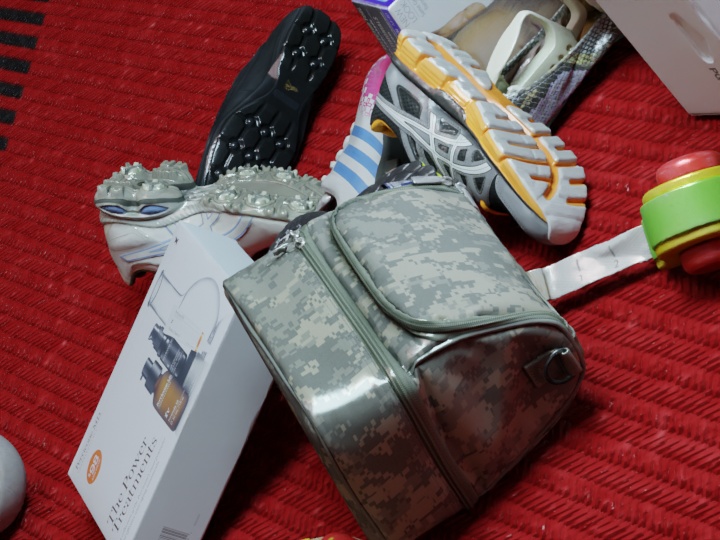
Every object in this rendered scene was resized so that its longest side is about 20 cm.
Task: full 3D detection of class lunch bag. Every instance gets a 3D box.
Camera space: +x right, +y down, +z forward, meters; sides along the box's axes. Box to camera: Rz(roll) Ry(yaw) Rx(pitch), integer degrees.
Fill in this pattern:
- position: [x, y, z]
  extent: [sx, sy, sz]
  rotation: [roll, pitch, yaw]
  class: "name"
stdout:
- position: [0.030, 0.043, 1.493]
  extent: [0.167, 0.140, 0.200]
  rotation: [-31, 36, -3]
  class: "lunch bag"

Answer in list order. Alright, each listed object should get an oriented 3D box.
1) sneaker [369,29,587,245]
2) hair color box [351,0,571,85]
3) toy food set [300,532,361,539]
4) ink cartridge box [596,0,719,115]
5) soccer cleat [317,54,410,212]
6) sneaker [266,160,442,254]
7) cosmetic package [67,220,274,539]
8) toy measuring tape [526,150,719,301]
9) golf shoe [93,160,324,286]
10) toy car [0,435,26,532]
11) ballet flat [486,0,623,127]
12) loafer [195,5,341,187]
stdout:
- position: [0.077, -0.076, 1.637]
  extent: [0.077, 0.078, 0.200]
  rotation: [-57, 49, 22]
  class: "sneaker"
- position: [0.103, -0.209, 1.748]
  extent: [0.200, 0.110, 0.065]
  rotation: [-42, 27, -12]
  class: "hair color box"
- position: [-0.062, 0.235, 1.456]
  extent: [0.197, 0.049, 0.201]
  rotation: [-19, 37, 38]
  class: "toy food set"
- position: [0.241, -0.219, 1.567]
  extent: [0.084, 0.145, 0.201]
  rotation: [-2, 49, 53]
  class: "ink cartridge box"
- position: [0.005, -0.080, 1.765]
  extent: [0.086, 0.070, 0.201]
  rotation: [-28, 33, 27]
  class: "soccer cleat"
- position: [0.000, 0.000, 1.657]
  extent: [0.199, 0.081, 0.074]
  rotation: [-23, 34, 43]
  class: "sneaker"
- position: [-0.121, 0.085, 1.656]
  extent: [0.201, 0.051, 0.151]
  rotation: [-66, 24, 9]
  class: "cosmetic package"
- position: [0.170, -0.021, 1.469]
  extent: [0.199, 0.074, 0.074]
  rotation: [-22, 35, 30]
  class: "toy measuring tape"
- position: [-0.100, -0.026, 1.839]
  extent: [0.199, 0.098, 0.078]
  rotation: [5, 23, 25]
  class: "golf shoe"
- position: [-0.352, 0.186, 1.815]
  extent: [0.199, 0.174, 0.151]
  rotation: [3, 89, 53]
  class: "toy car"
- position: [0.144, -0.167, 1.705]
  extent: [0.201, 0.072, 0.072]
  rotation: [-49, 29, -9]
  class: "ballet flat"
- position: [-0.077, -0.119, 1.936]
  extent: [0.070, 0.068, 0.201]
  rotation: [-32, 27, 57]
  class: "loafer"
